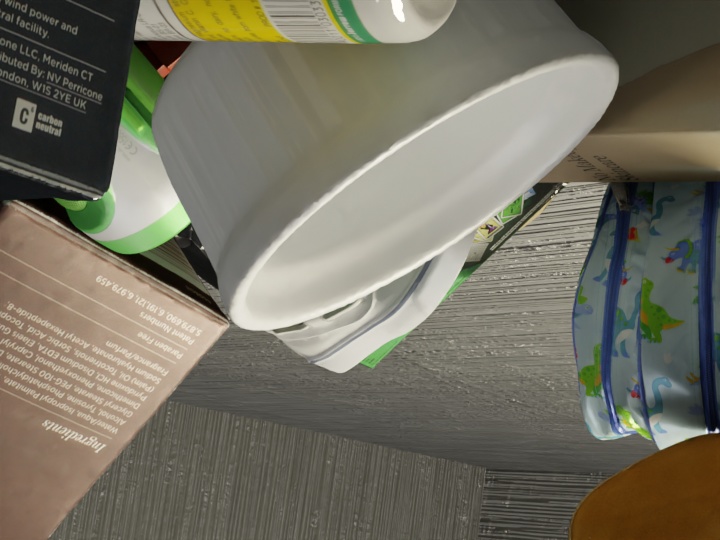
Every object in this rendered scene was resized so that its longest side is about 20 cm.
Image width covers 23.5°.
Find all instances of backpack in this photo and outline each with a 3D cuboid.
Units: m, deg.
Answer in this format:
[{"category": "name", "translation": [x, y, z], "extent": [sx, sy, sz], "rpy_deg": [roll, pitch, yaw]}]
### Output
[{"category": "backpack", "translation": [0.182, 0.016, 0.917], "extent": [0.153, 0.164, 0.200], "rpy_deg": [-4, -151, 1]}]

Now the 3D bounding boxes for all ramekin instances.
[{"category": "ramekin", "translation": [0.005, -0.069, 0.762], "extent": [0.200, 0.098, 0.201], "rpy_deg": [-30, 166, -8]}]

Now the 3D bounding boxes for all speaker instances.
[{"category": "speaker", "translation": [-0.152, -0.099, 0.820], "extent": [0.088, 0.089, 0.200], "rpy_deg": [-2, 138, 43]}]

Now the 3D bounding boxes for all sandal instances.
[{"category": "sandal", "translation": [-0.091, -0.015, 1.067], "extent": [0.076, 0.043, 0.200], "rpy_deg": [34, 164, 9]}]

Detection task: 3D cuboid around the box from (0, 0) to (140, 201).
[{"category": "box", "translation": [-0.150, -0.127, 0.545], "extent": [0.148, 0.201, 0.107], "rpy_deg": [0, 168, 40]}]

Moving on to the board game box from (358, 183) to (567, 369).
[{"category": "board game box", "translation": [0.026, -0.023, 1.023], "extent": [0.105, 0.024, 0.200], "rpy_deg": [25, 126, -31]}]

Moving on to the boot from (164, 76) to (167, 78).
[{"category": "boot", "translation": [-0.116, -0.101, 1.000], "extent": [0.130, 0.068, 0.200], "rpy_deg": [13, 175, -20]}]

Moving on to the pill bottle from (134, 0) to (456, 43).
[{"category": "pill bottle", "translation": [-0.067, -0.142, 0.645], "extent": [0.199, 0.113, 0.113], "rpy_deg": [3, 168, 21]}]

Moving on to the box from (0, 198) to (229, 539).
[{"category": "box", "translation": [-0.214, 0.026, 0.960], "extent": [0.164, 0.200, 0.166], "rpy_deg": [33, -168, -41]}]

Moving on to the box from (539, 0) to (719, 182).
[{"category": "box", "translation": [0.126, -0.091, 0.863], "extent": [0.199, 0.078, 0.095], "rpy_deg": [1, 168, 32]}]

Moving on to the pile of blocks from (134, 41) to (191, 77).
[{"category": "pile of blocks", "translation": [-0.118, -0.130, 0.880], "extent": [0.082, 0.062, 0.200], "rpy_deg": [17, 166, -39]}]

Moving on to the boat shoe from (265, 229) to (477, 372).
[{"category": "boat shoe", "translation": [0.000, 0.000, 0.954], "extent": [0.065, 0.074, 0.200], "rpy_deg": [22, 143, -16]}]

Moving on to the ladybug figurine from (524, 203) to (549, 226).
[{"category": "ladybug figurine", "translation": [0.037, -0.068, 1.067], "extent": [0.199, 0.072, 0.136], "rpy_deg": [13, 168, -24]}]

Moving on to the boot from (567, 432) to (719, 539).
[{"category": "boot", "translation": [0.189, 0.096, 0.768], "extent": [0.201, 0.071, 0.144], "rpy_deg": [-14, 168, 5]}]
